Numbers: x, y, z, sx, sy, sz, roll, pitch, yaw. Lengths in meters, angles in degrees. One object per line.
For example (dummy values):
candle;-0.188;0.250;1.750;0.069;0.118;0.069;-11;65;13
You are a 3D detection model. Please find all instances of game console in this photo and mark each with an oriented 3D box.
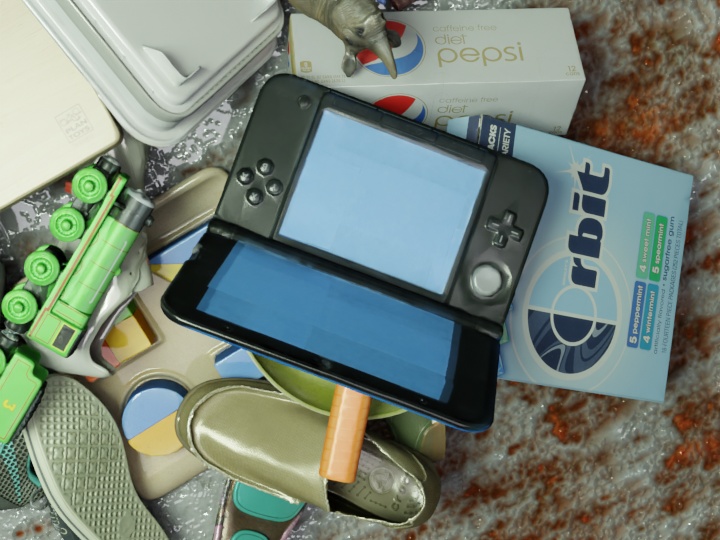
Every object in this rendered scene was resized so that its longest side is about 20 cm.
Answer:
game console;0.006;-0.019;0.686;0.198;0.118;0.172;20;86;-1

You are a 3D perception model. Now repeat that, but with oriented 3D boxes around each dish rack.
dish rack;-0.137;-0.197;0.730;0.043;0.172;0.200;-24;111;45

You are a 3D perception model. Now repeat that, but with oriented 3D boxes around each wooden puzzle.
wooden puzzle;-0.131;0.053;0.845;0.184;0.046;0.201;-31;106;0

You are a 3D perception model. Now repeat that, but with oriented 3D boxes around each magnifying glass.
magnifying glass;0.004;0.039;0.758;0.079;0.022;0.202;11;89;0

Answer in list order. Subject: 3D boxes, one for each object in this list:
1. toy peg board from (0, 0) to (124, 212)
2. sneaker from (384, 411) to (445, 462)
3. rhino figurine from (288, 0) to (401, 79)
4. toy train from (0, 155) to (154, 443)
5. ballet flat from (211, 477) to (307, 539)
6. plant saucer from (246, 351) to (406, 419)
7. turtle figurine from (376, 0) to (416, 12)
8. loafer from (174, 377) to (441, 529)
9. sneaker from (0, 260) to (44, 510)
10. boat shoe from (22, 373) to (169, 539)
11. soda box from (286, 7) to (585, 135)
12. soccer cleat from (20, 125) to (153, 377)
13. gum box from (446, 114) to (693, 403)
toy peg board;-0.280;-0.123;0.743;0.199;0.098;0.200;-29;95;1
sneaker;0.000;0.053;0.846;0.089;0.067;0.202;-13;98;-15
rhino figurine;-0.029;-0.200;0.743;0.060;0.088;0.201;-31;72;-10
toy train;-0.198;0.021;0.742;0.056;0.042;0.201;31;95;-9
ballet flat;-0.082;0.185;0.863;0.069;0.071;0.202;22;82;-21
plant saucer;0.000;0.000;0.791;0.198;0.031;0.202;0;91;-21
turtle figurine;0.090;-0.259;0.749;0.192;0.144;0.202;7;106;-13
loafer;-0.033;0.126;0.802;0.198;0.067;0.077;17;83;-5
sneaker;-0.260;0.086;0.833;0.090;0.078;0.202;2;107;-24
boat shoe;-0.200;0.161;0.836;0.062;0.075;0.201;3;128;33
soda box;0.049;-0.135;0.800;0.198;0.064;0.069;-3;60;-6
soccer cleat;-0.169;-0.025;0.787;0.077;0.069;0.202;20;92;4
gum box;0.141;-0.003;0.814;0.199;0.044;0.172;10;86;-31
